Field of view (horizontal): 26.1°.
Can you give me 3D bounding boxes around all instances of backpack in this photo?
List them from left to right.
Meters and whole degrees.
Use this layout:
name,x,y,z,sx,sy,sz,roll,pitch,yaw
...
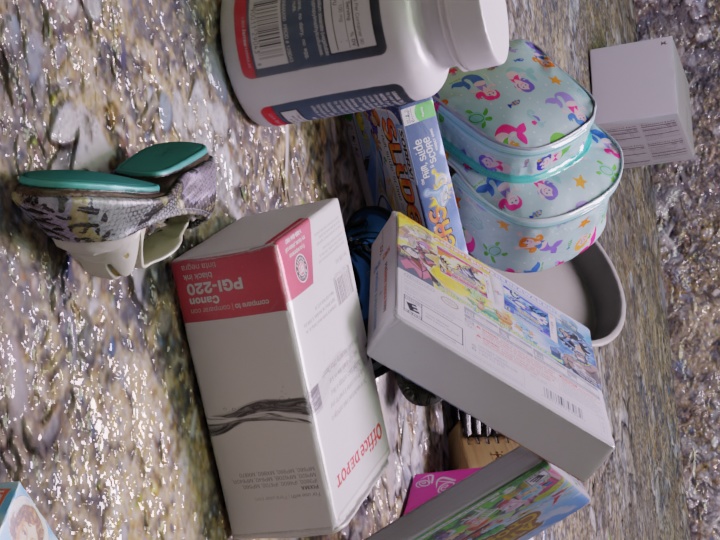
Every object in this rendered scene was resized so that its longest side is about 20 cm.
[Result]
name,x,y,z,sx,sy,sz,roll,pitch,yaw
backpack,0.139,-0.102,1.419,0.200,0.176,0.151,50,-32,24

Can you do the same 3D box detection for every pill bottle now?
name,x,y,z,sx,sy,sz,roll,pitch,yaw
pill bottle,0.006,-0.182,1.169,0.119,0.198,0.121,-8,90,-71

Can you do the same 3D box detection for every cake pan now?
name,x,y,z,sx,sy,sz,roll,pitch,yaw
cake pan,0.174,0.001,1.534,0.199,0.037,0.202,25,41,-23

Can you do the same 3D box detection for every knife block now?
name,x,y,z,sx,sy,sz,roll,pitch,yaw
knife block,0.123,0.191,1.563,0.176,0.063,0.202,-100,-169,-61

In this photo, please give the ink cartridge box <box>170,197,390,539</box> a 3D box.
name,x,y,z,sx,sy,sz,roll,pitch,yaw
ink cartridge box,-0.050,0.067,1.084,0.146,0.084,0.202,-41,119,-68

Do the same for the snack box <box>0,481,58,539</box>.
name,x,y,z,sx,sy,sz,roll,pitch,yaw
snack box,-0.158,0.215,0.773,0.117,0.037,0.201,-77,153,-47

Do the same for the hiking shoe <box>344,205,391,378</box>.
name,x,y,z,sx,sy,sz,roll,pitch,yaw
hiking shoe,0.000,0.000,1.280,0.087,0.074,0.201,55,23,-32

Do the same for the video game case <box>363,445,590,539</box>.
name,x,y,z,sx,sy,sz,roll,pitch,yaw
video game case,0.080,0.213,1.250,0.022,0.199,0.182,61,9,26

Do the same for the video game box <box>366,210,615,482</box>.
name,x,y,z,sx,sy,sz,roll,pitch,yaw
video game box,0.097,0.054,1.200,0.199,0.047,0.183,31,25,-12

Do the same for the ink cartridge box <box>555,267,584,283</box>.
name,x,y,z,sx,sy,sz,roll,pitch,yaw
ink cartridge box,0.178,0.106,1.641,0.145,0.082,0.203,148,-58,-63

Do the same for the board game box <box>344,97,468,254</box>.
name,x,y,z,sx,sy,sz,roll,pitch,yaw
board game box,0.044,-0.058,1.370,0.135,0.034,0.202,22,-51,66

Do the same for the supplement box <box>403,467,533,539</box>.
name,x,y,z,sx,sy,sz,roll,pitch,yaw
supplement box,0.112,0.294,1.448,0.104,0.100,0.202,-68,146,-56

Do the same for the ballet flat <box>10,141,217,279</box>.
name,x,y,z,sx,sy,sz,roll,pitch,yaw
ballet flat,-0.136,-0.031,0.902,0.200,0.071,0.073,-29,109,-69

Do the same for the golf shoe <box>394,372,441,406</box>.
name,x,y,z,sx,sy,sz,roll,pitch,yaw
golf shoe,0.082,0.073,1.494,0.201,0.076,0.089,-72,154,-52

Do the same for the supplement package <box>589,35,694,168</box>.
name,x,y,z,sx,sy,sz,roll,pitch,yaw
supplement package,0.507,-0.298,2.787,0.200,0.149,0.154,44,42,-62
